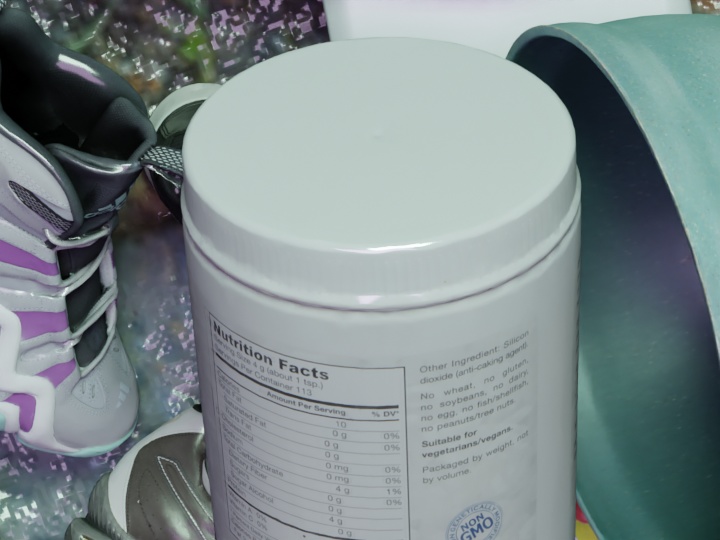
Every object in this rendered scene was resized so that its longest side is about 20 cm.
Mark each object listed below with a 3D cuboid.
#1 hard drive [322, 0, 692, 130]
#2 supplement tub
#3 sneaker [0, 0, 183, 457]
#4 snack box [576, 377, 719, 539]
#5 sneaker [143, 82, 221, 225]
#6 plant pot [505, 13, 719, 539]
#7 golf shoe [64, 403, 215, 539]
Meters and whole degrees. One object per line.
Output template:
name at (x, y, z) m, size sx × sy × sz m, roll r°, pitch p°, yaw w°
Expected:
hard drive at (0.044, -0.147, 0.863) m, size 0.132 × 0.025 × 0.200 m, roll -10°, pitch 102°, yaw 5°
supplement tub at (0.010, 0.037, 0.809) m, size 0.132 × 0.132 × 0.200 m, roll -1°, pitch 125°, yaw 3°
sneaker at (-0.105, -0.014, 0.867) m, size 0.140 × 0.078 × 0.200 m, roll -13°, pitch 127°, yaw 33°
snack box at (0.188, 0.102, 0.921) m, size 0.200 × 0.068 × 0.169 m, roll -35°, pitch 95°, yaw 9°
sneaker at (0.000, 0.000, 0.901) m, size 0.200 × 0.091 × 0.066 m, roll 32°, pitch 100°, yaw -3°
plant pot at (0.142, 0.002, 0.805) m, size 0.134 × 0.200 × 0.200 m, roll -13°, pitch 99°, yaw -13°
golf shoe at (-0.015, 0.133, 0.932) m, size 0.200 × 0.078 × 0.095 m, roll 36°, pitch 96°, yaw -6°
